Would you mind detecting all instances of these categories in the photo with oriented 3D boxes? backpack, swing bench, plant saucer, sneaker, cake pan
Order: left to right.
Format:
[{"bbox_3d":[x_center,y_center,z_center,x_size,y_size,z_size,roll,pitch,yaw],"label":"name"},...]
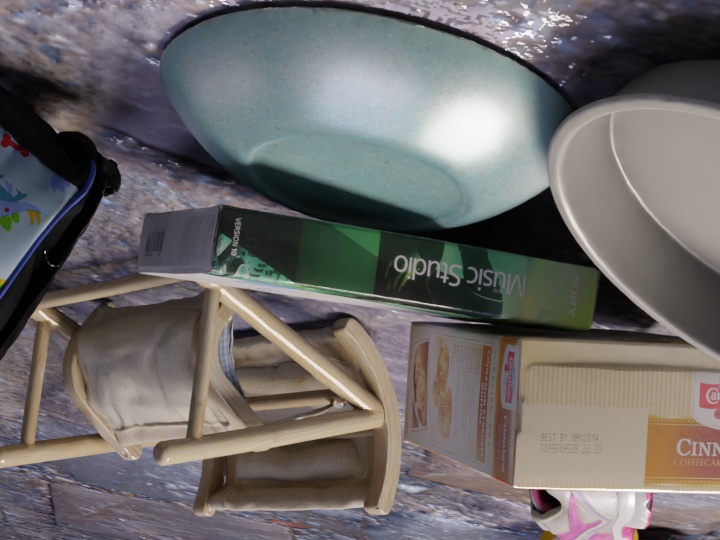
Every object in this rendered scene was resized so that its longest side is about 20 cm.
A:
[{"bbox_3d":[-0.241,0.004,0.834,0.147,0.201,0.183,36,158,-10],"label":"backpack"},{"bbox_3d":[-0.105,0.086,1.118,0.199,0.131,0.198,20,160,-41],"label":"swing bench"},{"bbox_3d":[0.001,-0.056,0.773,0.199,0.039,0.201,10,162,3],"label":"plant saucer"},{"bbox_3d":[0.172,0.172,1.294,0.088,0.082,0.200,11,153,5],"label":"sneaker"},{"bbox_3d":[0.172,-0.015,0.697,0.199,0.037,0.201,30,159,13],"label":"cake pan"}]

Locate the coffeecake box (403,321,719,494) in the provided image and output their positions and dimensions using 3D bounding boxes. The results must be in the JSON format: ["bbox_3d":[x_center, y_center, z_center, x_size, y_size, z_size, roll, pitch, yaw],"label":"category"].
[{"bbox_3d":[0.122,0.069,0.889,0.152,0.074,0.200,3,180,-13],"label":"coffeecake box"}]

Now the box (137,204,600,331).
[{"bbox_3d":[0.000,0.000,0.852,0.199,0.037,0.144,8,178,-20],"label":"box"}]

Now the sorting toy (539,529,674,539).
[{"bbox_3d":[0.273,0.296,1.570,0.179,0.108,0.200,13,162,-29],"label":"sorting toy"}]

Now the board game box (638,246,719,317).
[{"bbox_3d":[0.227,-0.004,0.798,0.125,0.035,0.200,15,161,-8],"label":"board game box"}]
